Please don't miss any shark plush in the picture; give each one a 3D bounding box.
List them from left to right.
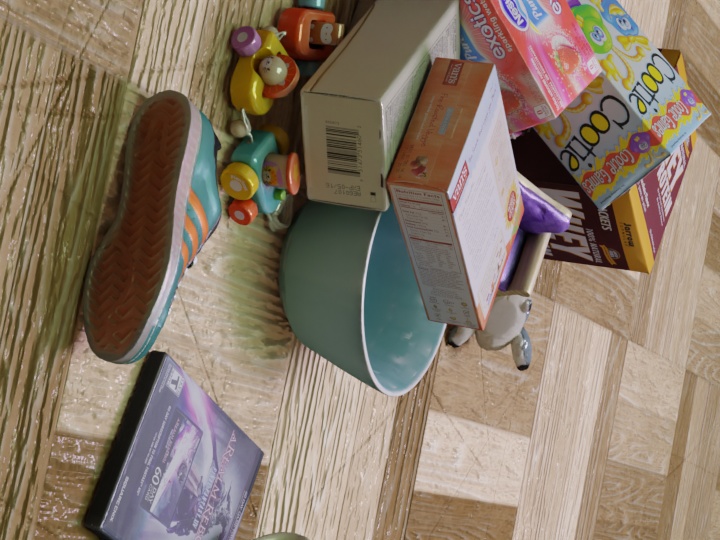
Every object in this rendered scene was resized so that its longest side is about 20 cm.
[{"bbox_3d":[0.146,0.012,1.847,0.084,0.090,0.201,-72,169,-48],"label":"shark plush"}]

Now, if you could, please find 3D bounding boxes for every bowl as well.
[{"bbox_3d":[0.000,0.000,1.532,0.200,0.104,0.203,-32,127,-58],"label":"bowl"}]

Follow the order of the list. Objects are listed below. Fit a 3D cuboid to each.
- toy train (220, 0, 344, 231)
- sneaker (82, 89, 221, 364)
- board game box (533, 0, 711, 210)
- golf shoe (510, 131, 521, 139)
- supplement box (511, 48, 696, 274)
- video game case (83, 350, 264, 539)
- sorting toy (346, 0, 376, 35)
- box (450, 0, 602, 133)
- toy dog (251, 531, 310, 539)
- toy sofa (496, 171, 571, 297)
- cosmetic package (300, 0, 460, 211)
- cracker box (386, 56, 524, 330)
[{"bbox_3d":[-0.053,-0.130,1.439,0.150,0.055,0.203,3,95,-64],"label":"toy train"},{"bbox_3d":[-0.139,-0.023,1.274,0.080,0.071,0.202,37,63,-57],"label":"sneaker"},{"bbox_3d":[0.215,-0.179,1.664,0.200,0.103,0.105,50,42,0],"label":"board game box"},{"bbox_3d":[0.117,-0.151,1.747,0.200,0.091,0.076,-50,141,-42],"label":"golf shoe"},{"bbox_3d":[0.227,-0.124,1.858,0.198,0.198,0.133,-65,149,-31],"label":"supplement box"},{"bbox_3d":[-0.141,0.170,1.390,0.200,0.019,0.144,53,50,-55],"label":"video game case"},{"bbox_3d":[0.074,-0.226,1.649,0.200,0.036,0.187,41,60,-45],"label":"sorting toy"},{"bbox_3d":[0.111,-0.227,1.562,0.095,0.102,0.201,-43,109,-41],"label":"box"},{"bbox_3d":[-0.090,0.343,1.402,0.192,0.139,0.202,-13,121,-30],"label":"toy dog"},{"bbox_3d":[0.099,-0.058,1.645,0.199,0.097,0.084,37,63,-32],"label":"toy sofa"},{"bbox_3d":[0.021,-0.145,1.467,0.200,0.072,0.105,-57,150,-53],"label":"cosmetic package"},{"bbox_3d":[0.083,-0.062,1.487,0.201,0.057,0.135,72,34,-53],"label":"cracker box"}]
